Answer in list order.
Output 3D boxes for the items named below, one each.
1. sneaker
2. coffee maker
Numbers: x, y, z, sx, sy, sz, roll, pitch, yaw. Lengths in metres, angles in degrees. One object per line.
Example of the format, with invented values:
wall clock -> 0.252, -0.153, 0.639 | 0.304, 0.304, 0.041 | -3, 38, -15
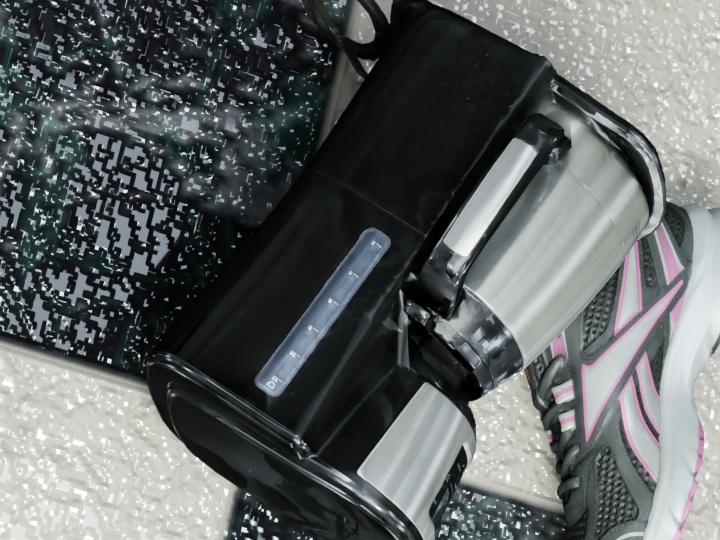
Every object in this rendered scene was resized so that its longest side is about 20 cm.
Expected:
sneaker -> 0.105, 0.057, 1.160 | 0.086, 0.080, 0.201 | 18, 68, -6
coffee maker -> 0.000, 0.000, 1.097 | 0.200, 0.191, 0.135 | -52, 143, -17
